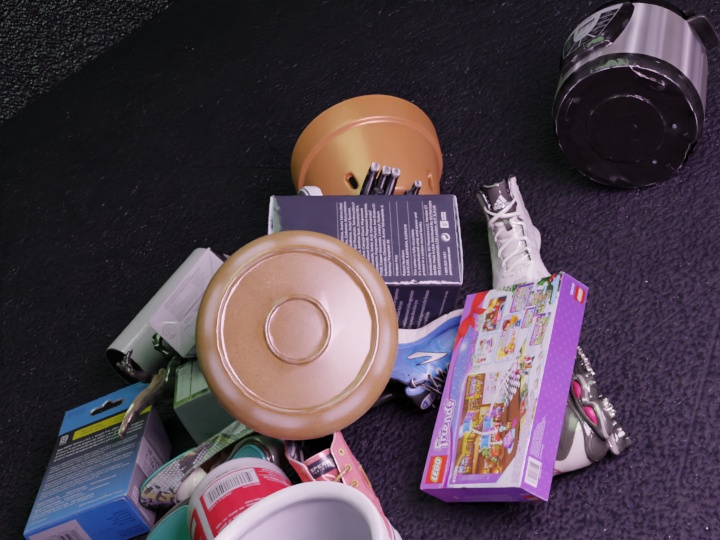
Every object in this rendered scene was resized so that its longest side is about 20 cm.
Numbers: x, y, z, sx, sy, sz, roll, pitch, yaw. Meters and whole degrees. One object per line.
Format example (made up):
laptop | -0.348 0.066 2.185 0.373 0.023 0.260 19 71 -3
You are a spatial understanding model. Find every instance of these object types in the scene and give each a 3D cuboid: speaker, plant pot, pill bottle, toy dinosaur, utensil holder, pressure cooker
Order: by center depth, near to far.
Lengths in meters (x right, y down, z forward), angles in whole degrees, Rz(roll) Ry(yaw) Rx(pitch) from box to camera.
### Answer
utensil holder | -0.015 0.289 0.805 0.168 0.202 0.171 -23 30 14
pill bottle | -0.086 0.268 0.990 0.111 0.113 0.200 -34 30 -5
plant pot | -0.060 0.058 1.036 0.199 0.201 0.028 -37 -8 -10
pressure cooker | 0.316 -0.217 1.274 0.173 0.181 0.201 13 43 10
toy dinosaur | -0.239 0.124 1.308 0.048 0.088 0.199 -47 -11 36
plant pot | 0.018 -0.097 1.372 0.197 0.201 0.142 -25 46 10
speaker | -0.255 0.065 1.478 0.080 0.082 0.201 2 44 44

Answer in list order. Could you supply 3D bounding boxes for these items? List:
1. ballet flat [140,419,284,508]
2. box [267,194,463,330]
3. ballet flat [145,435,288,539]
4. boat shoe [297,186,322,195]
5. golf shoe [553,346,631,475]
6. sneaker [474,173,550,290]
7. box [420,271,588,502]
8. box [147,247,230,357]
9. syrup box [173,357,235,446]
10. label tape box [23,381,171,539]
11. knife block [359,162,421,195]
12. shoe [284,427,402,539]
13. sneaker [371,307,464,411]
ballet flat | -0.150 0.212 1.183 0.199 0.073 0.072 -35 30 -3
box | 0.000 0.000 1.149 0.196 0.149 0.106 0 64 -5
ballet flat | -0.146 0.248 1.125 0.200 0.068 0.064 -46 -17 13
boat shoe | -0.085 -0.003 1.316 0.067 0.204 0.071 6 3 -26
golf shoe | 0.178 0.107 1.023 0.087 0.077 0.201 -33 29 12
sneaker | 0.159 -0.030 1.198 0.075 0.116 0.202 -22 31 14
box | 0.132 0.109 0.998 0.136 0.039 0.203 -16 52 53
box | -0.176 0.043 1.325 0.117 0.060 0.200 -50 -7 2
syrup box | -0.112 0.122 1.259 0.197 0.082 0.079 -25 31 8
label tape box | -0.300 0.234 1.287 0.142 0.064 0.201 -21 31 16
knife block | 0.000 -0.020 1.270 0.197 0.177 0.064 -25 29 11
shoe | -0.022 0.216 1.027 0.071 0.092 0.201 -31 30 0
sneaker | 0.083 0.103 1.132 0.197 0.079 0.090 -17 50 24
